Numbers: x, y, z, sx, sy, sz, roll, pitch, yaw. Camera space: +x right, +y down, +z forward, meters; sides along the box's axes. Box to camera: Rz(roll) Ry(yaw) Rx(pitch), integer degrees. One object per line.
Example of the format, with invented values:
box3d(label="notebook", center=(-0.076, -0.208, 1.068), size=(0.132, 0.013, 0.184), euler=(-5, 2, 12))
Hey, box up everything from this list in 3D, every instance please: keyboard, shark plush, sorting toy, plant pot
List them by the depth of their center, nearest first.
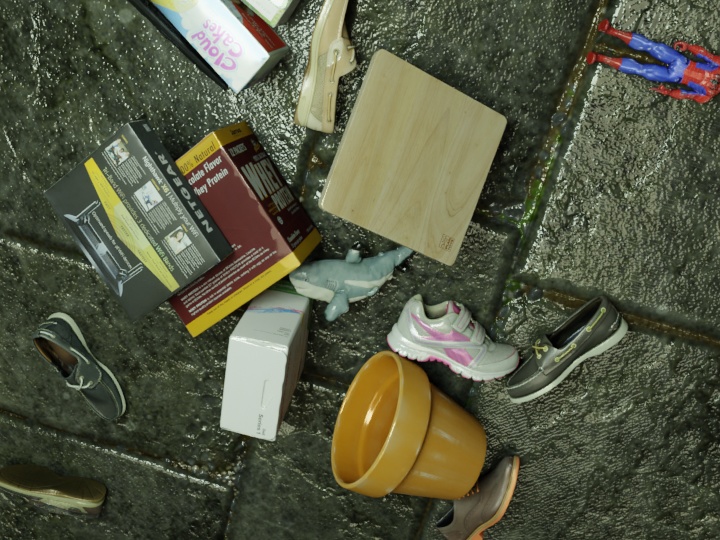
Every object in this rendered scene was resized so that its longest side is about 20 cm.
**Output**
box3d(label="keyboard", center=(-0.247, -0.309, 0.910), size=(0.021, 0.200, 0.127), euler=(-48, 58, 0))
box3d(label="sorting toy", center=(0.060, -0.139, 0.923), size=(0.195, 0.069, 0.204), euler=(22, 90, -21))
box3d(label="shark plush", center=(0.000, 0.000, 1.026), size=(0.195, 0.092, 0.085), euler=(-15, 120, 10))
box3d(label="plant pot", center=(0.081, 0.248, 1.071), size=(0.180, 0.202, 0.202), euler=(25, 114, -19))

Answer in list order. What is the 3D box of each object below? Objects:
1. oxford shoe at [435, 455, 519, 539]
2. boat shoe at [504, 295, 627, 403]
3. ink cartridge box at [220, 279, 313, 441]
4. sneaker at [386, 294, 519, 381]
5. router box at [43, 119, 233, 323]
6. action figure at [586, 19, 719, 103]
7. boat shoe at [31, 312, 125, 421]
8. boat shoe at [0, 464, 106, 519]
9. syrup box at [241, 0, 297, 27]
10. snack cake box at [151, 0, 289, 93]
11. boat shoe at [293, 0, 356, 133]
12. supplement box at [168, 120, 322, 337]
box3d(label="oxford shoe", center=(0.188, 0.368, 1.156), size=(0.072, 0.071, 0.203), euler=(28, 113, 2))
box3d(label="boat shoe", center=(0.285, 0.113, 1.043), size=(0.200, 0.072, 0.061), euler=(-38, 105, 11))
box3d(label="ink cartridge box", center=(-0.129, 0.120, 1.034), size=(0.082, 0.201, 0.148), euler=(11, 113, 3))
box3d(label="sneaker", center=(0.141, 0.094, 1.050), size=(0.195, 0.082, 0.090), euler=(15, 109, -4))
box3d(label="router box", center=(-0.281, -0.061, 0.919), size=(0.155, 0.052, 0.202), euler=(-31, 98, 17))
box3d(label="action figure", center=(0.386, -0.253, 0.899), size=(0.195, 0.052, 0.067), euler=(17, 109, -1))
box3d(label="boat shoe", center=(-0.459, 0.169, 1.175), size=(0.071, 0.068, 0.203), euler=(-25, 107, 15))
box3d(label="boat shoe", center=(-0.549, 0.396, 1.272), size=(0.195, 0.073, 0.066), euler=(14, 108, 3))
box3d(label="syrup box", center=(-0.074, -0.408, 0.885), size=(0.078, 0.082, 0.201), euler=(36, 111, -9))
box3d(label="snack cake box", center=(-0.190, -0.329, 0.915), size=(0.067, 0.115, 0.200), euler=(-40, 100, 18))
box3d(label="boat shoe", center=(-0.035, -0.280, 0.941), size=(0.063, 0.072, 0.203), euler=(15, 121, -5))
box3d(label="supplement box", center=(-0.194, -0.060, 1.002), size=(0.195, 0.133, 0.202), euler=(-32, 99, 18))
